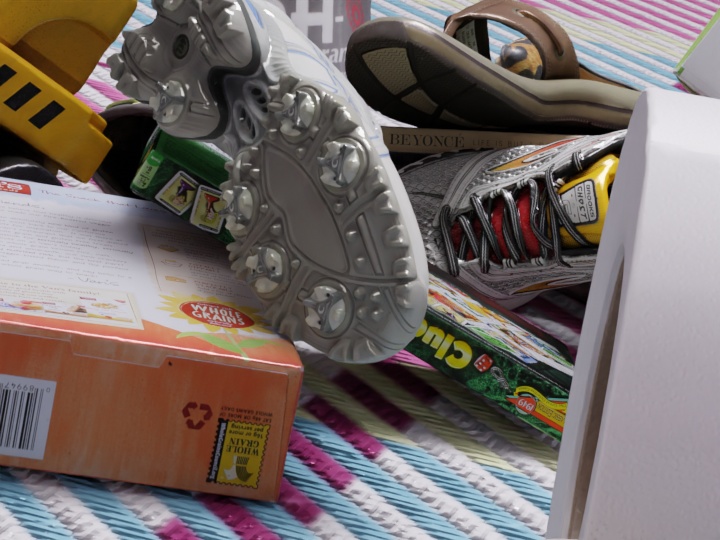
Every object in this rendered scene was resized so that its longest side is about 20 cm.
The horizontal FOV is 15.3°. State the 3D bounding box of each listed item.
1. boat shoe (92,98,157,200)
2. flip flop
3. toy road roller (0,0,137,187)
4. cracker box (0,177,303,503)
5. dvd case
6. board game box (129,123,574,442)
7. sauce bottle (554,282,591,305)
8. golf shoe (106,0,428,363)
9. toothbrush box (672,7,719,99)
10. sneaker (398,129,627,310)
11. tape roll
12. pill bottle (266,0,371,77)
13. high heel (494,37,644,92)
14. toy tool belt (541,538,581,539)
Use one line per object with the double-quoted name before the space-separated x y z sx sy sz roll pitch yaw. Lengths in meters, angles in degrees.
"boat shoe" -0.073 -0.040 1.248 0.060 0.072 0.201 -2 12 -24
"flip flop" 0.072 -0.093 1.224 0.200 0.058 0.081 8 -8 -41
"toy road roller" -0.189 -0.099 1.150 0.200 0.146 0.123 37 -6 -40
"cracker box" -0.102 0.020 1.024 0.133 0.058 0.200 9 16 -11
"dvd case" 0.080 -0.044 1.292 0.199 0.016 0.149 2 -11 0
"board game box" 0.000 0.000 1.088 0.200 0.023 0.105 31 13 -6
"sauce bottle" 0.139 -0.007 1.261 0.199 0.066 0.066 10 15 -4
"golf shoe" -0.011 -0.041 1.013 0.097 0.078 0.200 14 34 -44
"toothbrush box" 0.229 -0.079 1.252 0.145 0.086 0.200 37 8 5
"sneaker" 0.083 -0.028 1.175 0.199 0.078 0.082 -13 -6 2
"tape roll" 0.130 0.058 0.763 0.139 0.203 0.203 11 15 2
"pill bottle" -0.049 -0.148 1.374 0.110 0.201 0.111 1 11 0
"high heel" 0.148 -0.075 1.342 0.142 0.072 0.200 -3 -20 17
"toy tool belt" 0.101 0.149 0.626 0.199 0.125 0.123 8 46 7
